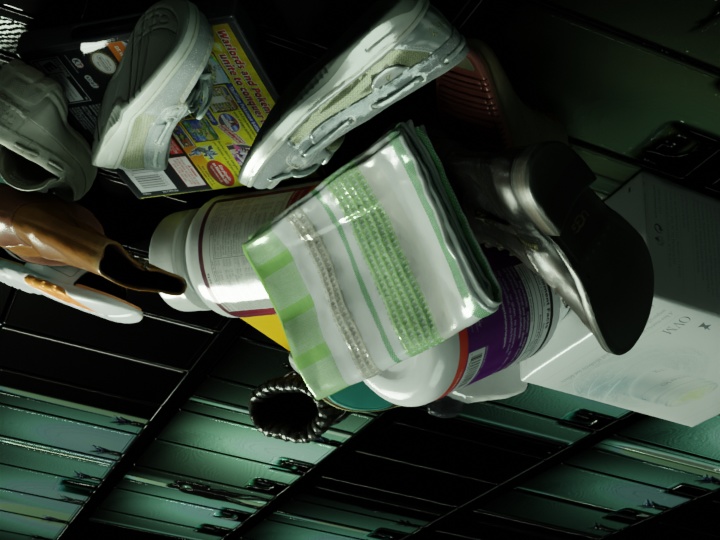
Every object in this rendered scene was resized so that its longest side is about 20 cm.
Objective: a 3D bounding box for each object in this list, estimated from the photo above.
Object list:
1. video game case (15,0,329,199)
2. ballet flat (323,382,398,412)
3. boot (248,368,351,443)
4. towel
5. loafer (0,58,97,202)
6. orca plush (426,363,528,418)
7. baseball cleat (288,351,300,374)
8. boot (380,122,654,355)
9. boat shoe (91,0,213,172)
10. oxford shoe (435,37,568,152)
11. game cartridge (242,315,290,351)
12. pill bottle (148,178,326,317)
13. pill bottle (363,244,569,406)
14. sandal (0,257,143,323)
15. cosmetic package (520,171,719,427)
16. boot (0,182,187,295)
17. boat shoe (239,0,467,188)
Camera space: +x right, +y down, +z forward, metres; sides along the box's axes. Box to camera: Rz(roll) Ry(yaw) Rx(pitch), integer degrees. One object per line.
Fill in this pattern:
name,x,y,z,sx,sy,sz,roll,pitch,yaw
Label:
video game case,-0.140,-0.128,0.933,0.179,0.026,0.200,-5,149,18
ballet flat,0.033,0.104,1.209,0.198,0.071,0.071,0,156,-28
boot,-0.071,0.149,1.287,0.210,0.080,0.157,-34,174,38
towel,0.000,0.000,0.881,0.199,0.150,0.031,-31,170,39
loafer,-0.257,-0.095,0.935,0.069,0.070,0.200,30,165,9
orca plush,0.061,0.086,1.146,0.197,0.107,0.071,-4,-175,-9
baseball cleat,0.029,0.065,1.034,0.069,0.199,0.108,7,120,54
boot,0.114,-0.030,0.878,0.173,0.069,0.201,10,139,55
boat shoe,-0.140,-0.125,0.845,0.064,0.075,0.202,13,153,-22
oxford shoe,0.115,-0.106,0.906,0.070,0.075,0.201,32,158,42
game cartridge,-0.023,0.025,1.153,0.198,0.033,0.176,-17,144,30
pill bottle,-0.081,-0.016,1.026,0.198,0.111,0.109,-6,150,35
pill bottle,0.087,0.032,0.972,0.199,0.114,0.112,-17,173,-45
sandal,-0.295,-0.004,1.155,0.205,0.060,0.079,16,167,27
cosmetic package,0.276,0.036,1.057,0.198,0.124,0.199,15,150,-19
boot,-0.223,-0.024,0.999,0.198,0.069,0.188,17,170,28
boat shoe,-0.013,-0.116,0.835,0.065,0.075,0.202,40,123,-16
